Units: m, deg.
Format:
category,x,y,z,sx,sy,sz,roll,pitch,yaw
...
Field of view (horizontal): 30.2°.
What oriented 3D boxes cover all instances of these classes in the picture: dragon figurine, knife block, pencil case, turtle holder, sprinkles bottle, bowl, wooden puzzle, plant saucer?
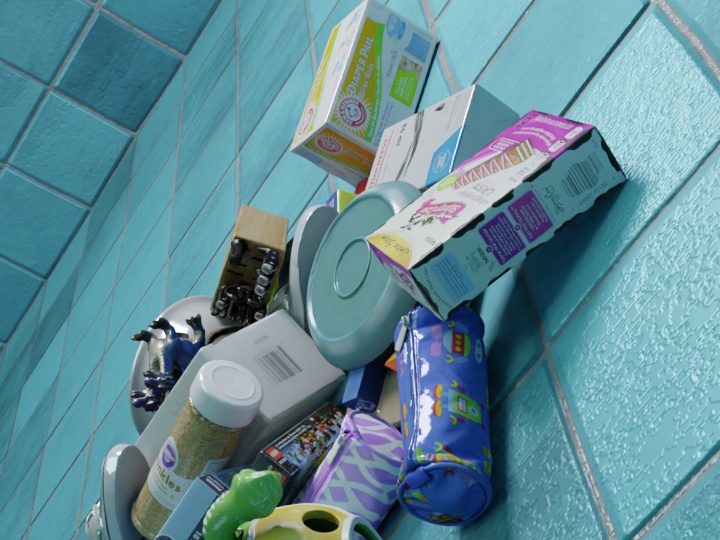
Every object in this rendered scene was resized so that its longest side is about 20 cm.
category,x,y,z,sx,sy,sz,roll,pitch,yaw
dragon figurine,-0.192,0.106,1.486,0.059,0.200,0.100,-32,73,28
knife block,-0.121,-0.020,1.537,0.176,0.064,0.201,120,167,-59
pencil case,0.067,0.113,1.119,0.078,0.087,0.200,-42,31,34
turtle holder,-0.050,0.249,1.118,0.131,0.186,0.141,-29,-8,20
sprinkles bottle,-0.163,0.182,1.314,0.068,0.068,0.200,-94,28,-56
bowl,-0.175,0.136,1.602,0.090,0.201,0.202,12,72,36
pencil case,-0.027,0.222,1.217,0.084,0.085,0.200,43,109,42
wooden puzzle,0.039,0.069,1.312,0.200,0.046,0.186,-34,34,53
plant saucer,0.000,0.000,1.343,0.200,0.027,0.201,-37,42,43

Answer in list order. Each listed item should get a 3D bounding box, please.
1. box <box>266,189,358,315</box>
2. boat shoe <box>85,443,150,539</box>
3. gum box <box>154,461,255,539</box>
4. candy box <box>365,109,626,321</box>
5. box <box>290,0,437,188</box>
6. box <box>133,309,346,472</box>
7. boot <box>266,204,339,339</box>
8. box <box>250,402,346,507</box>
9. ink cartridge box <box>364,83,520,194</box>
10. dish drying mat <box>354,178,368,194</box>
category,x,y,z,sx,sy,sz,roll,pitch,yaw
box,-0.046,-0.003,1.581,0.200,0.048,0.122,-45,38,42
boat shoe,-0.257,0.272,1.399,0.074,0.065,0.201,-38,-49,-60
gum box,-0.156,0.275,1.333,0.170,0.044,0.200,-55,-14,8
candy box,0.113,-0.053,1.160,0.200,0.061,0.136,-38,20,-5
box,0.005,-0.222,1.680,0.101,0.112,0.201,-29,39,57
box,-0.137,0.162,1.425,0.200,0.106,0.152,-53,-14,31
boot,-0.069,0.022,1.492,0.095,0.073,0.201,14,103,51
box,-0.088,0.233,1.285,0.136,0.038,0.200,-28,-30,-60
ink cartridge box,0.068,-0.104,1.403,0.200,0.067,0.116,-21,45,52
dish drying mat,0.033,-0.087,1.572,0.200,0.018,0.077,-16,50,64
